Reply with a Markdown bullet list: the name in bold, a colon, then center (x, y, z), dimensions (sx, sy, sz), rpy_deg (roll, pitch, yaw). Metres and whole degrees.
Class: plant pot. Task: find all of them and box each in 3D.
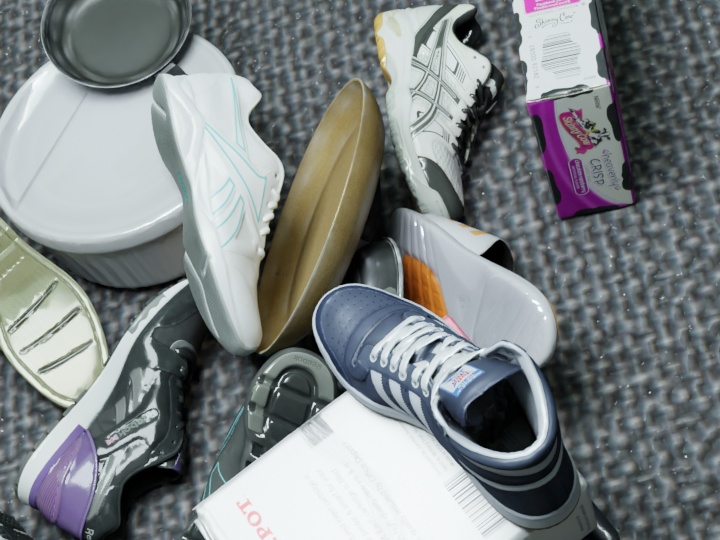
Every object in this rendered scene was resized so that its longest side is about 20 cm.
- **plant pot**: center (-0.026, -0.034, 1.320), dimensions (0.027, 0.200, 0.201), rpy_deg (19, 58, -12)

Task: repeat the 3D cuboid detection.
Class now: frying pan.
- **frying pan**: center (0.005, -0.002, 1.304), dimensions (0.031, 0.115, 0.191), rpy_deg (9, 74, -17)
- **frying pan**: center (-0.146, -0.169, 1.412), dimensions (0.189, 0.031, 0.115), rpy_deg (22, 71, 16)

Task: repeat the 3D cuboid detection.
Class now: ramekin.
- **ramekin**: center (-0.169, -0.079, 1.437), dimensions (0.201, 0.094, 0.203), rpy_deg (-9, 55, 13)

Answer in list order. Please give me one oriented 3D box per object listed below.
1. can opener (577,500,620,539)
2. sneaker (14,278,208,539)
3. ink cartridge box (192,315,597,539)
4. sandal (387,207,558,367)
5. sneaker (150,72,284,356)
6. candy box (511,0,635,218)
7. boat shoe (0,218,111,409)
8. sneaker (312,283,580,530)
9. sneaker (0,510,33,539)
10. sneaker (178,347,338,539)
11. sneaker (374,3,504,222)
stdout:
- **can opener**: center (0.092, 0.122, 1.240), dimensions (0.063, 0.079, 0.200), rpy_deg (-16, 43, -44)
- **sneaker**: center (-0.143, 0.102, 1.332), dimensions (0.087, 0.076, 0.200), rpy_deg (31, 74, 18)
- **ink cartridge box**: center (0.022, 0.150, 1.160), dimensions (0.200, 0.085, 0.146), rpy_deg (-36, 62, -6)
- **sandal**: center (0.084, 0.017, 1.291), dimensions (0.059, 0.080, 0.206), rpy_deg (-5, 21, -31)
- **sneaker**: center (-0.085, -0.043, 1.315), dimensions (0.080, 0.070, 0.202), rpy_deg (-9, 84, -21)
- **candy box**: center (0.145, -0.158, 1.356), dimensions (0.061, 0.137, 0.201), rpy_deg (-12, 54, 9)
- **boat shoe**: center (-0.247, 0.025, 1.409), dimensions (0.075, 0.068, 0.200), rpy_deg (-36, 73, -13)
- **sneaker**: center (0.043, 0.057, 1.090), dimensions (0.070, 0.109, 0.200), rpy_deg (-45, 64, -10)
- **sneaker**: center (-0.279, 0.188, 1.318), dimensions (0.080, 0.074, 0.200), rpy_deg (-49, 50, 1)
- **sneaker**: center (-0.067, 0.149, 1.267), dimensions (0.075, 0.079, 0.201), rpy_deg (26, 84, -4)
- **sneaker**: center (0.064, -0.120, 1.398), dimensions (0.087, 0.076, 0.201), rpy_deg (-12, 57, 6)
